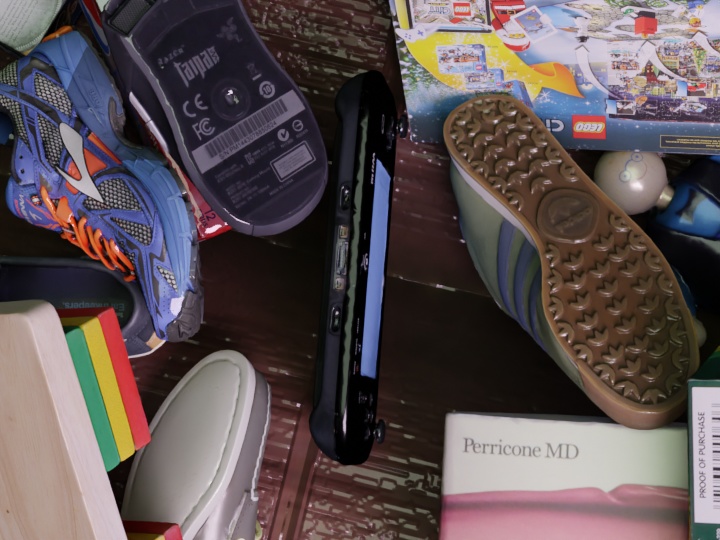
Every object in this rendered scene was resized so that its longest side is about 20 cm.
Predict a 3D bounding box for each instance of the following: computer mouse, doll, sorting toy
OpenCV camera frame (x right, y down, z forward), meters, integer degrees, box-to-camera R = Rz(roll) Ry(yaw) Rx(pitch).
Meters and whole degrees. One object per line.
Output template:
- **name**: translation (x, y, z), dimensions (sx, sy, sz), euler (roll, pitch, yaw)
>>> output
- **computer mouse**: translation (-0.066, -0.125, 0.757), dimensions (0.140, 0.046, 0.201), euler (-40, 103, -20)
- **doll**: translation (0.216, -0.013, 0.810), dimensions (0.199, 0.048, 0.137), euler (28, 89, 11)
- **sorting toy**: translation (-0.182, 0.107, 0.757), dimensions (0.198, 0.070, 0.201), euler (-4, 108, 35)

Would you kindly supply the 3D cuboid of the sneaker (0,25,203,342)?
- **sneaker**: translation (-0.141, -0.037, 0.790), dimensions (0.078, 0.076, 0.200), euler (-26, 58, -16)

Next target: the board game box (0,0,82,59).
- **board game box**: translation (-0.188, -0.233, 0.864), dimensions (0.135, 0.035, 0.201), euler (30, 86, 6)

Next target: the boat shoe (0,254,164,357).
- **boat shoe**: translation (-0.201, 0.024, 0.824), dimensions (0.198, 0.062, 0.075), euler (-4, 85, 4)

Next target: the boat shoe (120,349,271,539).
- **boat shoe**: translation (-0.090, 0.144, 0.806), dimensions (0.072, 0.060, 0.203), euler (10, 77, 46)

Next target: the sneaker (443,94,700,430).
- **sneaker**: translation (0.106, 0.007, 0.770), dimensions (0.067, 0.090, 0.201), euler (-25, 59, -9)

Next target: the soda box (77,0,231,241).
- **soda box**: translation (-0.101, -0.118, 0.809), dimensions (0.063, 0.070, 0.201), euler (-25, 94, -13)

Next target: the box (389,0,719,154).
- **box**: translation (0.117, -0.121, 0.769), dimensions (0.198, 0.137, 0.038), euler (4, 52, 13)

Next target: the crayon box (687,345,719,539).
- **crayon box**: translation (0.191, 0.139, 0.715), dimensions (0.058, 0.172, 0.202), euler (0, 93, 18)

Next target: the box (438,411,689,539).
- **box**: translation (0.104, 0.174, 0.760), dimensions (0.127, 0.109, 0.202), euler (2, 84, 11)

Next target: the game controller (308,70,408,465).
- **game controller**: translation (0.000, 0.000, 0.793), dimensions (0.042, 0.104, 0.202), euler (4, 84, -1)
